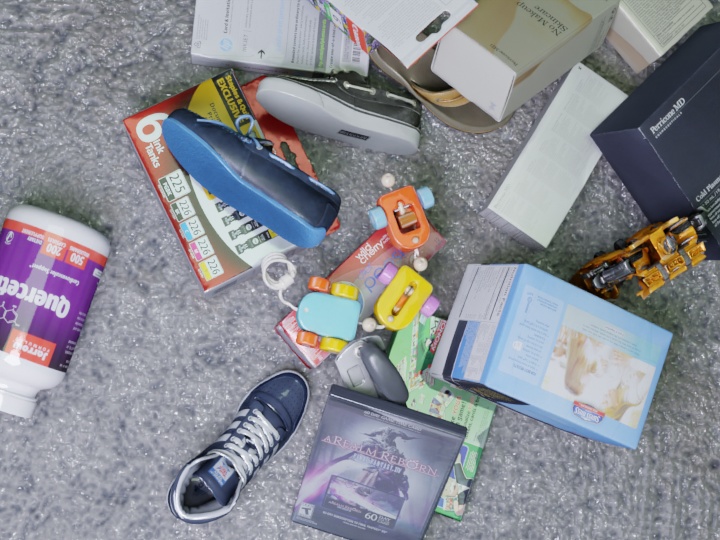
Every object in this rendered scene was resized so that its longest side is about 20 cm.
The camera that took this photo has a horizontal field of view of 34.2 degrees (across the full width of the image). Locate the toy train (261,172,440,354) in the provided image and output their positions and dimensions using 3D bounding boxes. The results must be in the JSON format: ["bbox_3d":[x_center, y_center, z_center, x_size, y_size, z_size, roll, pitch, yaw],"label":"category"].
[{"bbox_3d":[0.000,0.000,1.206,0.198,0.056,0.152,-27,88,-13],"label":"toy train"}]

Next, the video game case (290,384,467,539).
[{"bbox_3d":[0.015,0.211,1.199,0.141,0.202,0.019,17,39,0],"label":"video game case"}]

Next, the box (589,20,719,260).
[{"bbox_3d":[0.390,-0.145,1.289,0.200,0.104,0.183,-42,106,-14],"label":"box"}]

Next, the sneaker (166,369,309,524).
[{"bbox_3d":[-0.123,0.185,1.213,0.070,0.108,0.200,44,81,-1],"label":"sneaker"}]

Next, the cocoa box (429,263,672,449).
[{"bbox_3d":[0.200,0.088,1.229,0.198,0.131,0.135,23,81,-20],"label":"cocoa box"}]

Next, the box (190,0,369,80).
[{"bbox_3d":[-0.084,-0.297,1.302,0.196,0.041,0.159,6,83,-8],"label":"box"}]

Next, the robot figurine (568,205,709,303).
[{"bbox_3d":[0.297,-0.009,1.240,0.144,0.200,0.059,-32,89,-8],"label":"robot figurine"}]

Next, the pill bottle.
[{"bbox_3d":[-0.338,0.042,1.198,0.111,0.112,0.203,19,82,-5],"label":"pill bottle"}]

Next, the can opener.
[{"bbox_3d":[0.032,0.157,1.188,0.053,0.067,0.202,-27,115,-10],"label":"can opener"}]

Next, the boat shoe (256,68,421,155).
[{"bbox_3d":[-0.021,-0.183,1.273,0.197,0.070,0.065,16,72,-28],"label":"boat shoe"}]

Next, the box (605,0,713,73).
[{"bbox_3d":[0.294,-0.337,1.334,0.095,0.078,0.201,-40,90,-10],"label":"box"}]

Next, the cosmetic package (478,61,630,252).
[{"bbox_3d":[0.220,-0.128,1.318,0.082,0.051,0.202,34,81,-5],"label":"cosmetic package"}]

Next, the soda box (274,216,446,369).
[{"bbox_3d":[-0.001,0.016,1.265,0.200,0.070,0.064,-43,91,-10],"label":"soda box"}]

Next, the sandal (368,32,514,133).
[{"bbox_3d":[0.093,-0.218,1.295,0.198,0.054,0.081,31,79,-20],"label":"sandal"}]

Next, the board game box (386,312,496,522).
[{"bbox_3d":[0.077,0.155,1.282,0.133,0.029,0.203,19,82,-4],"label":"board game box"}]

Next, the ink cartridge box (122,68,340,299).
[{"bbox_3d":[-0.133,-0.101,1.254,0.174,0.084,0.202,-27,88,-10],"label":"ink cartridge box"}]

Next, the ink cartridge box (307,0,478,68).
[{"bbox_3d":[0.022,-0.292,1.235,0.109,0.050,0.200,-41,68,-10],"label":"ink cartridge box"}]

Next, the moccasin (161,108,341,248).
[{"bbox_3d":[-0.108,-0.099,1.175,0.199,0.081,0.068,38,61,3],"label":"moccasin"}]

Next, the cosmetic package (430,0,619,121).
[{"bbox_3d":[0.180,-0.256,1.265,0.105,0.072,0.199,38,54,18],"label":"cosmetic package"}]
